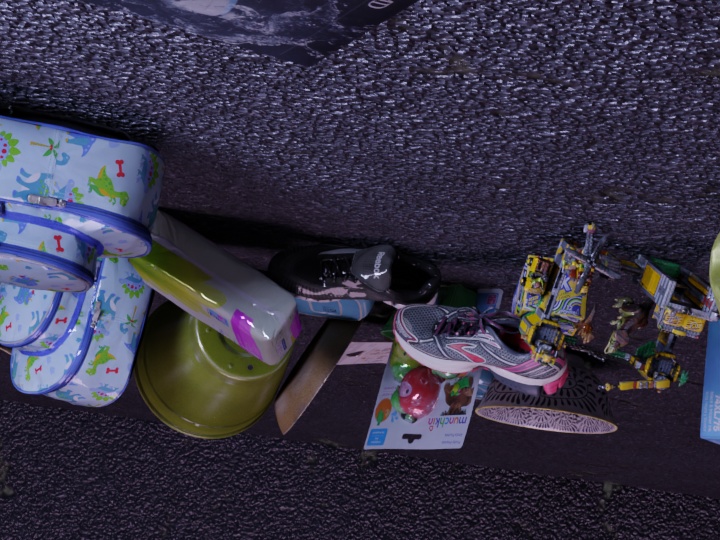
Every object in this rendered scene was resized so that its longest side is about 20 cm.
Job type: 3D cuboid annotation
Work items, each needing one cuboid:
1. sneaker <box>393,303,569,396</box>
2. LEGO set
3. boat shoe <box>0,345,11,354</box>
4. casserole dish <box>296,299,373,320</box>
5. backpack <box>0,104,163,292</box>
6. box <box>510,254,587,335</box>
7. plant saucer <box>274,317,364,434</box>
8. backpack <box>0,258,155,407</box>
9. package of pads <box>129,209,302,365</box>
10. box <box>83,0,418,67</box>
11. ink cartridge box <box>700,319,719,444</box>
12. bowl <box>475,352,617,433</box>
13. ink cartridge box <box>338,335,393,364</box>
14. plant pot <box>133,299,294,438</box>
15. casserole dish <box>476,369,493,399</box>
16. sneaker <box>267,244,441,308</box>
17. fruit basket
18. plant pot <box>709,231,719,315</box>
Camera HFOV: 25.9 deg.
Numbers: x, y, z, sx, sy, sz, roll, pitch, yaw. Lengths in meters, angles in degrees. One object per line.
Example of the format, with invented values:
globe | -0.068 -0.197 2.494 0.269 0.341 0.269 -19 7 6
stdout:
sneaker | 0.129 0.068 1.686 0.200 0.081 0.075 13 146 22
LEGO set | 0.262 0.050 1.552 0.200 0.154 0.116 23 -169 -14
boat shoe | -0.598 0.098 2.491 0.072 0.076 0.200 -4 162 45
casserole dish | -0.040 0.026 1.910 0.121 0.039 0.200 8 168 3
backpack | -0.285 -0.058 1.417 0.200 0.147 0.183 8 170 -9
box | 0.208 0.039 1.749 0.070 0.064 0.200 8 167 3
plant saucer | -0.059 0.120 2.034 0.035 0.200 0.200 34 165 -3
backpack | -0.347 0.055 1.862 0.147 0.200 0.183 18 165 -38
package of pads | -0.161 0.020 1.749 0.200 0.068 0.155 33 169 8
box | -0.064 -0.199 0.758 0.200 0.118 0.197 13 167 -24
ink cartridge box | 0.515 0.135 1.787 0.200 0.146 0.147 -4 163 41
bowl | 0.265 0.166 2.200 0.200 0.094 0.201 8 168 2
ink cartridge box | 0.055 0.093 2.082 0.176 0.045 0.200 3 168 -11
plant pot | -0.171 0.097 1.987 0.200 0.201 0.193 12 160 -16
casserole dish | 0.172 0.162 2.339 0.121 0.039 0.200 4 168 22
sneaker | 0.000 0.000 1.720 0.200 0.067 0.090 8 164 -13
fruit basket | 0.079 0.116 1.870 0.094 0.200 0.185 34 156 -30
plant pot | 0.391 0.029 1.367 0.200 0.201 0.184 0 153 31
